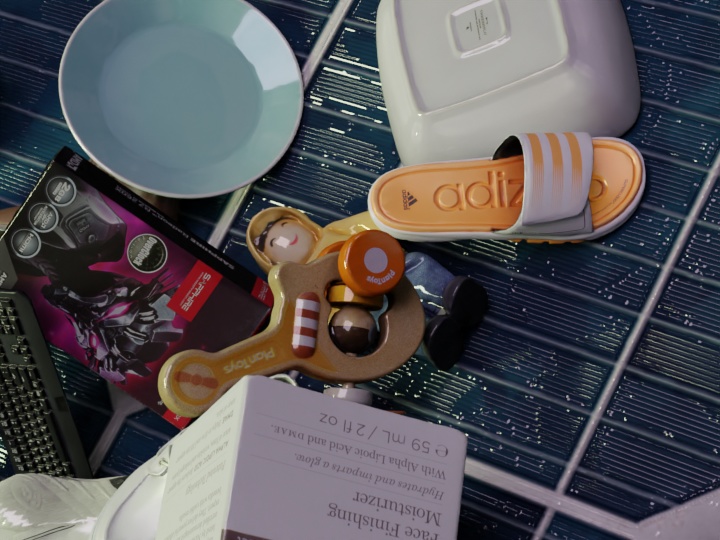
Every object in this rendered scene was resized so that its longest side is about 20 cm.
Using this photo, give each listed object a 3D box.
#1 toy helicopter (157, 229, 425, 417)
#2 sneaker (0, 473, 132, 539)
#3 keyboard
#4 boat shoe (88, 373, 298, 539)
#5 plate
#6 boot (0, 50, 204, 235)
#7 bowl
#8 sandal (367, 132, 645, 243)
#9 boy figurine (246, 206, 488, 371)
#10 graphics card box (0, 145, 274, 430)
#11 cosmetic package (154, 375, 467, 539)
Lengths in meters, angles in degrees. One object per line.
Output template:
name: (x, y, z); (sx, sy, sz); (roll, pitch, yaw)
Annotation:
toy helicopter: (-0.045, 0.061, 1.459); (0.200, 0.079, 0.133); (-21, 91, -20)
sneaker: (-0.183, 0.193, 1.563); (0.199, 0.073, 0.072); (5, 54, 13)
keyboard: (-0.268, 0.103, 1.572); (0.104, 0.200, 0.040); (4, 33, 31)
boat shoe: (-0.121, 0.142, 1.511); (0.074, 0.067, 0.200); (36, 62, 20)
plate: (-0.146, -0.144, 1.698); (0.200, 0.026, 0.201); (5, 65, -10)
boot: (-0.223, -0.108, 1.734); (0.186, 0.064, 0.200); (1, 67, 12)
bowl: (0.103, -0.170, 1.608); (0.199, 0.075, 0.200); (-19, 59, 16)
sandal: (0.109, -0.060, 1.520); (0.206, 0.059, 0.079); (-7, 71, -2)
boy figurine: (0.000, 0.000, 1.573); (0.200, 0.064, 0.125); (27, 81, 30)
graphics card box: (-0.176, 0.014, 1.564); (0.200, 0.051, 0.126); (36, 107, -7)
cosmetic package: (-0.043, 0.202, 1.386); (0.165, 0.164, 0.200); (137, 144, -59)
